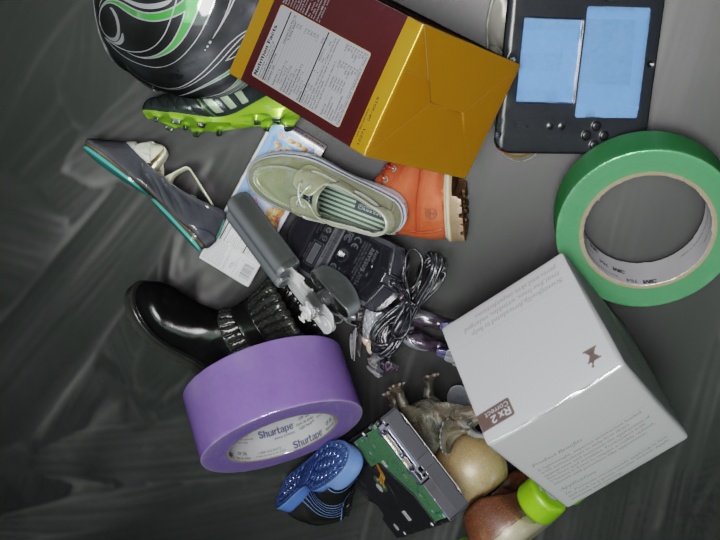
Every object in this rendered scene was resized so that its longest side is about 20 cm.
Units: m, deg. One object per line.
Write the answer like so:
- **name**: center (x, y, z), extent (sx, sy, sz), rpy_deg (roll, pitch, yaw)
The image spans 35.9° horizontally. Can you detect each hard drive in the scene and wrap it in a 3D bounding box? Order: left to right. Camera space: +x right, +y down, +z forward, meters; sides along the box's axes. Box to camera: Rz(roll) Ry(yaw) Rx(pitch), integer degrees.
- **hard drive**: center (0.044, 0.244, 1.323), extent (0.038, 0.200, 0.140), rpy_deg (-36, 84, -23)

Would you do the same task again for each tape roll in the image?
- **tape roll**: center (-0.103, 0.160, 1.310), extent (0.199, 0.200, 0.085), rpy_deg (-29, 65, 17)
- **tape roll**: center (0.316, -0.055, 1.231), extent (0.199, 0.048, 0.202), rpy_deg (3, 123, 5)

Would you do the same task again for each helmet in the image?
- **helmet**: center (-0.167, -0.284, 1.185), extent (0.190, 0.200, 0.201), rpy_deg (7, 110, 25)

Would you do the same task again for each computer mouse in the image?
- **computer mouse**: center (0.000, 0.000, 1.301), extent (0.200, 0.053, 0.139), rpy_deg (35, 96, 23)

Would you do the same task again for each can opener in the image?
- **can opener**: center (-0.081, -0.010, 1.282), extent (0.066, 0.053, 0.200), rpy_deg (-35, 74, -24)

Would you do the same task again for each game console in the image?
- **game console**: center (0.235, -0.224, 1.191), extent (0.176, 0.031, 0.201), rpy_deg (-2, 109, -17)

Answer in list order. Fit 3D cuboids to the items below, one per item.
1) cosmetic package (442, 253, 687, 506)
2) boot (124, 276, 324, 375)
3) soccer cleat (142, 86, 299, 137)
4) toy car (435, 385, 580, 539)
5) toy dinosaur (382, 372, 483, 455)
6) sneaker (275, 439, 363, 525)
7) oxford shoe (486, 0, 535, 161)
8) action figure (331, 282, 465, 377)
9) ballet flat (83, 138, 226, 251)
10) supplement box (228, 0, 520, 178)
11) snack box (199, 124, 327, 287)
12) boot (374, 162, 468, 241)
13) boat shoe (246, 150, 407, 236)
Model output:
- **cosmetic package**: center (0.224, 0.124, 1.221), extent (0.164, 0.166, 0.200), rpy_deg (-33, 136, 14)
- **boot**: center (-0.162, 0.053, 1.337), extent (0.211, 0.080, 0.158), rpy_deg (39, 124, -20)
- **soccer cleat**: center (-0.157, -0.201, 1.286), extent (0.199, 0.068, 0.082), rpy_deg (1, 78, 18)
- **toy car**: center (0.148, 0.246, 1.356), extent (0.200, 0.157, 0.164), rpy_deg (52, 120, 18)
- **toy dinosaur**: center (0.067, 0.185, 1.314), extent (0.200, 0.077, 0.103), rpy_deg (-38, 67, 51)
- **sneaker**: center (-0.033, 0.268, 1.377), extent (0.078, 0.070, 0.200), rpy_deg (27, 147, -15)
- **oxford shoe**: center (0.176, -0.217, 1.224), extent (0.075, 0.058, 0.201), rpy_deg (0, 106, 11)
- **action figure**: center (0.060, 0.067, 1.330), extent (0.199, 0.069, 0.131), rpy_deg (12, 114, 9)
- **ballet flat**: center (-0.238, -0.107, 1.325), extent (0.200, 0.073, 0.073), rpy_deg (40, 110, 8)
- **supplement box**: center (0.016, -0.207, 1.135), extent (0.200, 0.197, 0.133), rpy_deg (35, 107, 31)
- **snack box**: center (-0.118, -0.081, 1.333), extent (0.072, 0.024, 0.201), rpy_deg (31, 110, 0)
- **boot**: center (0.065, -0.129, 1.265), extent (0.106, 0.075, 0.201), rpy_deg (1, 108, 15)
- **boat shoe**: center (-0.044, -0.088, 1.258), extent (0.199, 0.062, 0.072), rpy_deg (16, 107, 17)
